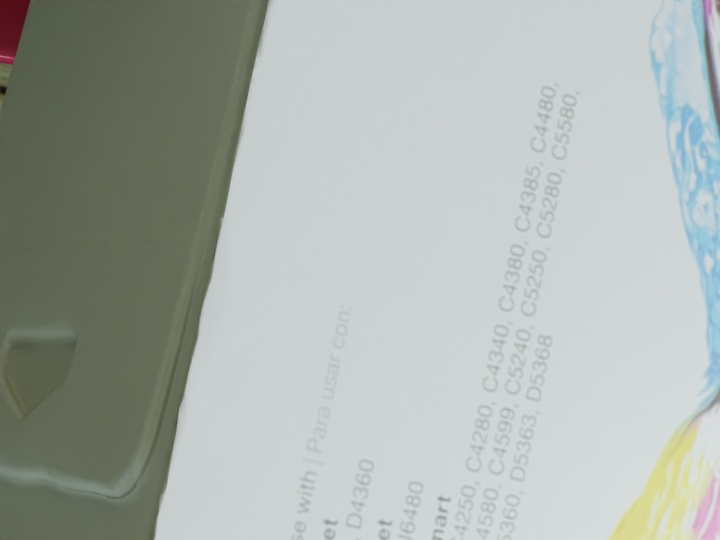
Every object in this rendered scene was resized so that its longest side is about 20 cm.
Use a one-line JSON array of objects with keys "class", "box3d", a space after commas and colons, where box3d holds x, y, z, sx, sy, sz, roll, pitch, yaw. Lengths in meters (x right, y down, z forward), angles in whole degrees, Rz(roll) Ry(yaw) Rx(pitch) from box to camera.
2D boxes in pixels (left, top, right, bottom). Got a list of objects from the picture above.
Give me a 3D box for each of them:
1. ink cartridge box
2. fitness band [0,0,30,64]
[{"class": "ink cartridge box", "box3d": [0.032, 0.022, 0.548, 0.199, 0.147, 0.147, 15, 173, -23]}, {"class": "fitness band", "box3d": [-0.100, -0.046, 0.711, 0.143, 0.038, 0.200, 15, 172, 4]}]
